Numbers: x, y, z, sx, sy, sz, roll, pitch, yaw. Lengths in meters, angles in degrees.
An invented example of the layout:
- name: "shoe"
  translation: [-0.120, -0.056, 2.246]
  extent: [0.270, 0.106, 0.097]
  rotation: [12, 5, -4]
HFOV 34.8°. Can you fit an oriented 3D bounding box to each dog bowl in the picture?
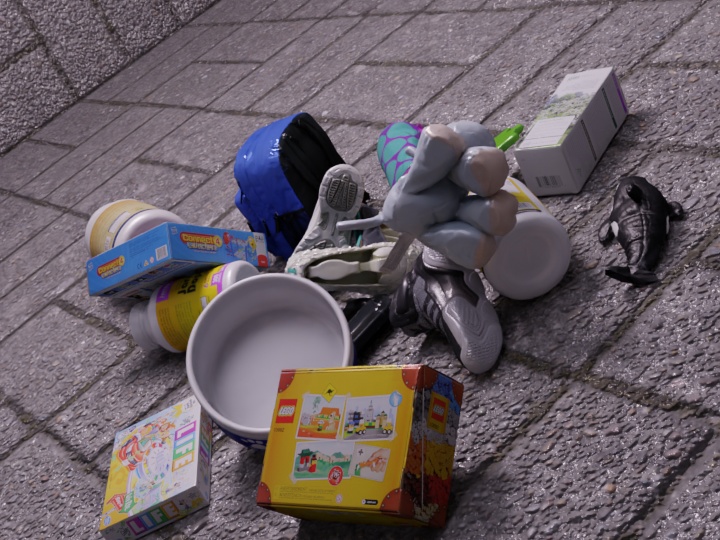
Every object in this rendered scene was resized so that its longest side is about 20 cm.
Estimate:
- name: "dog bowl"
  translation: [-0.103, 0.110, 1.372]
  extent: [0.197, 0.079, 0.202]
  rotation: [-4, 64, 7]

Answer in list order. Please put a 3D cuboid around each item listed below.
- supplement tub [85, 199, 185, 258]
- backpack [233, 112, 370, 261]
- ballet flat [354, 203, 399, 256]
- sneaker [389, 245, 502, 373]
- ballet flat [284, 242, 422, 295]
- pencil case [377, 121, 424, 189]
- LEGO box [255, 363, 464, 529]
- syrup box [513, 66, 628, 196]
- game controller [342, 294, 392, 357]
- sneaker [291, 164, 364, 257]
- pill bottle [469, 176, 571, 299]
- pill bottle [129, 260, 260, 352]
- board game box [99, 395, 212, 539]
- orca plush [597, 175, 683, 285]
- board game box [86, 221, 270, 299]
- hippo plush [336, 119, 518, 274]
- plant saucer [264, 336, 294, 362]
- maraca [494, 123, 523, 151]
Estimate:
- name: "supplement tub"
  translation: [-0.380, -0.043, 1.956]
  extent: [0.144, 0.145, 0.199]
  rotation: [-39, 28, -19]
- name: "backpack"
  translation: [-0.110, -0.125, 1.765]
  extent: [0.166, 0.201, 0.163]
  rotation: [-14, 31, 29]
- name: "ballet flat"
  translation: [0.024, -0.043, 1.650]
  extent: [0.072, 0.074, 0.200]
  rotation: [-25, 21, 9]
- name: "sneaker"
  translation: [0.099, 0.060, 1.380]
  extent: [0.114, 0.075, 0.201]
  rotation: [-48, 41, 33]
- name: "ballet flat"
  translation: [0.000, 0.000, 1.516]
  extent: [0.197, 0.073, 0.072]
  rotation: [-6, 22, -15]
- name: "pencil case"
  translation: [0.080, -0.162, 1.766]
  extent: [0.092, 0.085, 0.200]
  rotation: [-42, 25, 10]
- name: "LEGO box"
  translation: [-0.003, 0.181, 1.192]
  extent: [0.198, 0.077, 0.151]
  rotation: [-6, 65, 40]
- name: "syrup box"
  translation: [0.297, -0.195, 1.608]
  extent: [0.078, 0.082, 0.200]
  rotation: [-2, 37, 40]
- name: "game controller"
  translation: [-0.034, 0.103, 1.486]
  extent: [0.200, 0.042, 0.104]
  rotation: [-45, 16, -28]
- name: "sneaker"
  translation: [-0.042, -0.058, 1.664]
  extent: [0.099, 0.077, 0.202]
  rotation: [-77, 11, -80]
- name: "pill bottle"
  translation: [0.181, -0.052, 1.443]
  extent: [0.111, 0.113, 0.200]
  rotation: [-29, 26, 2]
- name: "pill bottle"
  translation: [-0.239, 0.059, 1.682]
  extent: [0.198, 0.105, 0.105]
  rotation: [-17, 29, 25]
- name: "board game box"
  translation: [-0.253, 0.247, 1.448]
  extent: [0.133, 0.034, 0.201]
  rotation: [-26, 27, 7]
- name: "orca plush"
  translation: [0.318, -0.066, 1.372]
  extent: [0.104, 0.072, 0.201]
  rotation: [-9, 34, 36]
- name: "board game box"
  translation: [-0.273, -0.009, 1.726]
  extent: [0.199, 0.057, 0.195]
  rotation: [-21, -16, 38]
- name: "hippo plush"
  translation: [0.109, -0.088, 1.361]
  extent: [0.200, 0.159, 0.161]
  rotation: [-46, 1, 27]
- name: "plant saucer"
  translation: [-0.120, 0.108, 1.521]
  extent: [0.200, 0.039, 0.201]
  rotation: [-37, 14, 10]
- name: "maraca"
  translation: [0.150, -0.132, 1.605]
  extent: [0.200, 0.107, 0.137]
  rotation: [-44, 12, -9]
